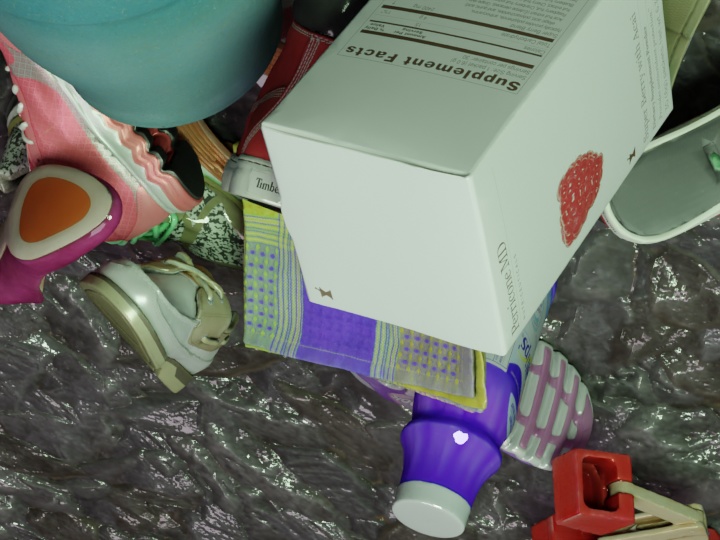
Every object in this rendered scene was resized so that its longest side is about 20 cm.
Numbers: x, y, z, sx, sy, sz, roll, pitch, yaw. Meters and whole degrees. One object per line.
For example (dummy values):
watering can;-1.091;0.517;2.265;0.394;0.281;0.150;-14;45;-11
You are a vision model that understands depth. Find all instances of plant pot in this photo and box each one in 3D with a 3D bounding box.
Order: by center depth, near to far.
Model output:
plant pot;-0.123;-0.181;1.131;0.200;0.200;0.188;9;155;16

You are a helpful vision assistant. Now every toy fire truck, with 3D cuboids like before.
toy fire truck;0.195;0.186;1.455;0.200;0.049;0.141;15;148;-27

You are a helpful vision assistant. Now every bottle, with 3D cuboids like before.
bottle;0.071;0.070;1.303;0.065;0.200;0.084;13;149;12

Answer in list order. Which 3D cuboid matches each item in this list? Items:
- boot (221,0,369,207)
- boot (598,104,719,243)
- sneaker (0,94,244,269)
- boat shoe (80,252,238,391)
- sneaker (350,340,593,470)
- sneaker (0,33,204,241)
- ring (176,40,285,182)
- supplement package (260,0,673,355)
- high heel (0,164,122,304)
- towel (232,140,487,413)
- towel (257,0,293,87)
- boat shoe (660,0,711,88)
boot;-0.023;-0.100;1.152;0.072;0.145;0.200;18;179;-4
boot;0.225;-0.074;1.181;0.200;0.144;0.073;-21;92;4
sneaker;-0.159;-0.040;1.381;0.200;0.089;0.077;27;141;-6
boat shoe;-0.125;0.022;1.332;0.075;0.068;0.200;48;174;10
sneaker;0.067;0.075;1.422;0.200;0.081;0.088;29;160;-19
sneaker;-0.190;-0.098;1.300;0.087;0.074;0.200;-36;103;18
ring;-0.047;-0.088;1.292;0.200;0.019;0.201;26;154;13
supplement package;0.060;-0.076;1.042;0.120;0.200;0.121;16;140;29
high heel;-0.189;-0.017;1.314;0.096;0.068;0.200;27;160;-37
towel;0.000;0.000;1.262;0.200;0.023;0.144;15;113;36
towel;0.019;-0.110;1.265;0.146;0.030;0.200;-17;126;42
boat shoe;0.151;-0.136;1.134;0.075;0.068;0.200;29;144;-3
